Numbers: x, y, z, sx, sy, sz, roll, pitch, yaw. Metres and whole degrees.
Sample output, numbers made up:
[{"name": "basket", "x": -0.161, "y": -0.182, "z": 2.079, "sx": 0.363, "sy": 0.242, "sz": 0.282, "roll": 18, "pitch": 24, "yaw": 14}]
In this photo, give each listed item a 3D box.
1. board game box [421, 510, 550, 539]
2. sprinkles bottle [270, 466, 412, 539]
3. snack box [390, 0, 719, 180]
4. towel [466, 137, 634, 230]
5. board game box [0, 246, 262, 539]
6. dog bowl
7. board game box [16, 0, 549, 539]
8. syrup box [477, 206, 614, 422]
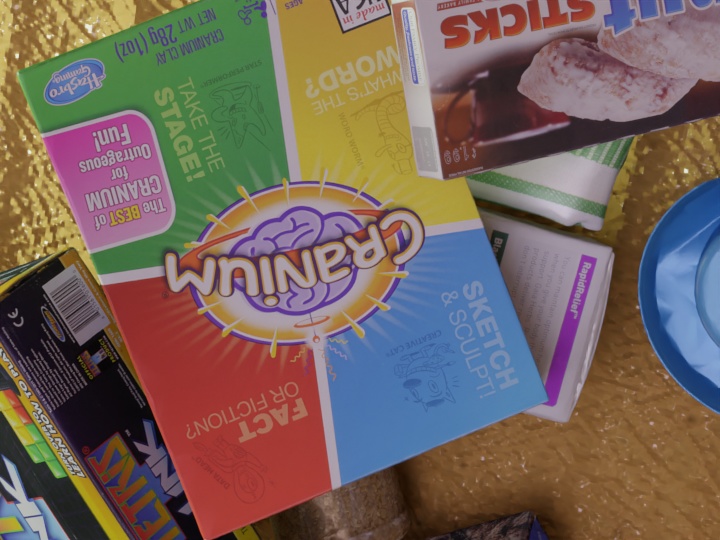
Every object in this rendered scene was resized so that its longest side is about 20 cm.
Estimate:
[{"name": "board game box", "x": -0.001, "y": 0.215, "z": 1.050, "sx": 0.199, "sy": 0.160, "sz": 0.097, "roll": -19, "pitch": 117, "yaw": 25}, {"name": "sprinkles bottle", "x": -0.031, "y": 0.032, "z": 1.079, "sx": 0.068, "sy": 0.068, "sz": 0.201, "roll": -11, "pitch": 99, "yaw": 24}, {"name": "snack box", "x": 0.109, "y": -0.091, "z": 0.938, "sx": 0.024, "sy": 0.199, "sz": 0.072, "roll": 11, "pitch": 113, "yaw": 64}, {"name": "towel", "x": 0.062, "y": -0.129, "z": 0.993, "sx": 0.152, "sy": 0.023, "sz": 0.201, "roll": 16, "pitch": 89, "yaw": 17}, {"name": "board game box", "x": -0.128, "y": 0.097, "z": 1.029, "sx": 0.165, "sy": 0.057, "sz": 0.200, "roll": -17, "pitch": 108, "yaw": 54}, {"name": "dog bowl", "x": 0.210, "y": -0.018, "z": 0.978, "sx": 0.200, "sy": 0.050, "sz": 0.112, "roll": -38, "pitch": 87, "yaw": 26}, {"name": "board game box", "x": -0.030, "y": -0.014, "z": 0.937, "sx": 0.153, "sy": 0.040, "sz": 0.201, "roll": -22, "pitch": 97, "yaw": -4}, {"name": "syrup box", "x": 0.000, "y": 0.000, "z": 1.003, "sx": 0.199, "sy": 0.079, "sz": 0.082, "roll": 16, "pitch": 94, "yaw": -8}]
